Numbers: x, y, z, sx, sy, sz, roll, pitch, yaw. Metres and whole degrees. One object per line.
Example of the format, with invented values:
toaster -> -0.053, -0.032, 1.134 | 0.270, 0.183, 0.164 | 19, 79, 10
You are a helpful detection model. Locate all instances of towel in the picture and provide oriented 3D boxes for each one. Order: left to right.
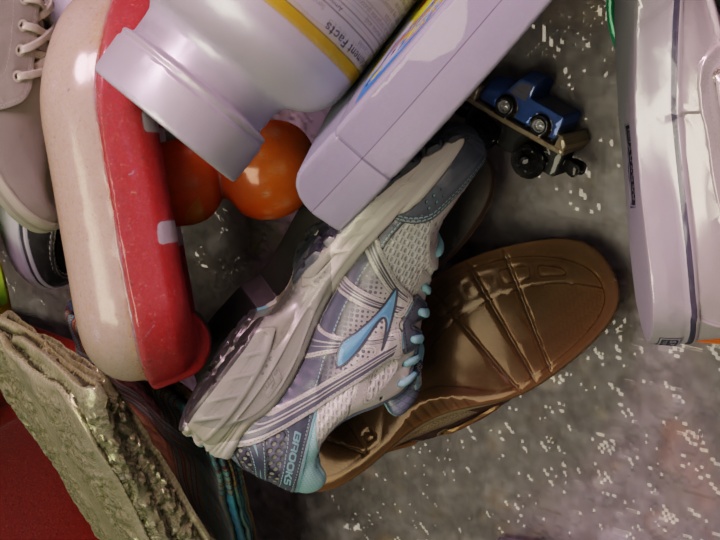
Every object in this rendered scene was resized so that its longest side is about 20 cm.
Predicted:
towel -> -0.136, 0.112, 0.932 | 0.148, 0.036, 0.201 | 27, 149, 51
towel -> -0.109, 0.123, 0.990 | 0.146, 0.022, 0.201 | 33, 146, 36

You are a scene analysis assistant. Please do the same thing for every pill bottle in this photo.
pill bottle -> -0.027, -0.144, 0.762 | 0.112, 0.112, 0.201 | 38, 90, 15

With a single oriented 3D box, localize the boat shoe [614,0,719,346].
boat shoe -> 0.147, -0.069, 0.736 | 0.065, 0.072, 0.203 | -4, 91, 1

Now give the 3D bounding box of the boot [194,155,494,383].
boot -> 0.000, 0.000, 0.898 | 0.200, 0.075, 0.074 | -41, 68, 24

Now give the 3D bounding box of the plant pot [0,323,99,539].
plant pot -> -0.284, 0.145, 1.068 | 0.198, 0.176, 0.202 | 16, 117, 34

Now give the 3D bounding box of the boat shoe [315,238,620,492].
boat shoe -> 0.047, 0.047, 0.878 | 0.199, 0.072, 0.073 | -35, 79, 18

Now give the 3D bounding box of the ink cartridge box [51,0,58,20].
ink cartridge box -> -0.234, -0.121, 1.029 | 0.159, 0.047, 0.201 | 29, 140, 22

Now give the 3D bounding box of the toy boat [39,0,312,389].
toy boat -> -0.086, -0.047, 0.861 | 0.129, 0.131, 0.202 | -10, 92, -4

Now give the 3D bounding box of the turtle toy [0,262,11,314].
turtle toy -> -0.259, -0.014, 0.983 | 0.201, 0.100, 0.147 | 57, 157, 37

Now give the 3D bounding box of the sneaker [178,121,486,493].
sneaker -> 0.002, 0.019, 0.827 | 0.086, 0.078, 0.201 | 37, 99, -12

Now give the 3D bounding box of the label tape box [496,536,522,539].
label tape box -> 0.150, 0.228, 0.883 | 0.198, 0.066, 0.145 | 5, 112, 35

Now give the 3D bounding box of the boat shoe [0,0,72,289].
boat shoe -> -0.151, -0.070, 0.961 | 0.071, 0.072, 0.202 | 30, 122, 26

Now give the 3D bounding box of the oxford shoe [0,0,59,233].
oxford shoe -> -0.184, -0.118, 0.893 | 0.057, 0.075, 0.202 | -12, 100, 15

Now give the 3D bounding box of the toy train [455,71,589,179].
toy train -> 0.031, -0.106, 0.847 | 0.199, 0.034, 0.046 | 34, 114, 20

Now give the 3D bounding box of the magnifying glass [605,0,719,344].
magnifying glass -> 0.156, -0.064, 0.785 | 0.079, 0.022, 0.202 | 4, 110, 33

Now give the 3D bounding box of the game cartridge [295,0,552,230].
game cartridge -> 0.046, -0.112, 0.743 | 0.040, 0.134, 0.200 | 36, 116, -12
